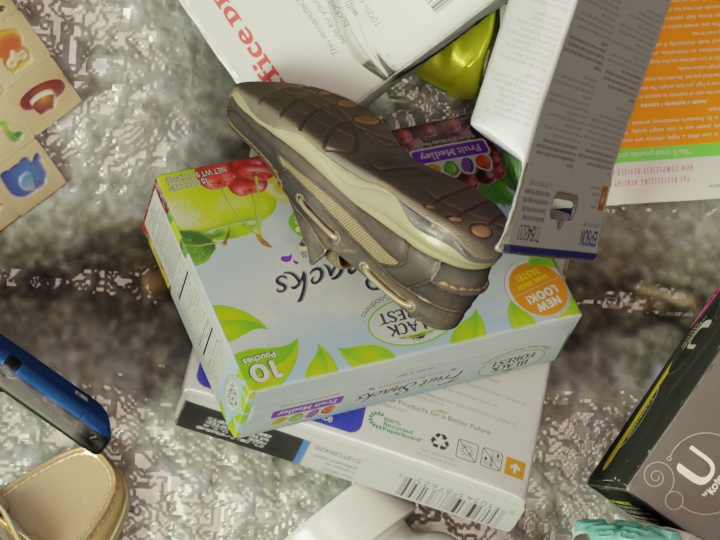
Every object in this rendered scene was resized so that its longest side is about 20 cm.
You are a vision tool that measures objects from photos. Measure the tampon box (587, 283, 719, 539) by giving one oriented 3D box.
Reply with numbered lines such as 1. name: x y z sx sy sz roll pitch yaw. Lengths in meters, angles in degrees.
1. tampon box: 0.254 0.116 1.514 0.200 0.126 0.150 36 85 -3

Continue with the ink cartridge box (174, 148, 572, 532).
1. ink cartridge box: 0.012 0.026 1.513 0.196 0.047 0.201 18 51 -5

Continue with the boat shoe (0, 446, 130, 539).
1. boat shoe: -0.202 0.163 1.472 0.074 0.069 0.200 38 65 18

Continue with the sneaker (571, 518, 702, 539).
1. sneaker: 0.150 0.197 1.461 0.077 0.200 0.092 4 64 17

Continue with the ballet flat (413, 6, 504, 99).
1. ballet flat: 0.071 -0.197 1.537 0.067 0.067 0.201 16 88 8

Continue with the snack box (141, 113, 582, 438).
1. snack box: 0.000 0.000 1.467 0.199 0.053 0.143 -13 62 -24

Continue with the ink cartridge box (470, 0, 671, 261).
1. ink cartridge box: 0.110 -0.107 1.399 0.040 0.199 0.201 18 94 17

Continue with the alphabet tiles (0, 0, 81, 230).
1. alphabet tiles: -0.259 -0.072 1.491 0.200 0.008 0.168 -37 119 -6

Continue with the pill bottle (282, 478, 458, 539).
1. pill bottle: 0.037 0.214 1.493 0.109 0.110 0.200 -38 83 -5

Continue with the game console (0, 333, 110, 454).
1. game console: -0.231 0.078 1.430 0.170 0.200 0.119 36 87 -4

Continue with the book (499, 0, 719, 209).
1. book: 0.143 -0.138 1.515 0.133 0.048 0.201 -4 101 -17

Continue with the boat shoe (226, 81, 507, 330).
1. boat shoe: -0.009 -0.035 1.403 0.074 0.200 0.074 0 118 -41

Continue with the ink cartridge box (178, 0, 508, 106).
1. ink cartridge box: 0.006 -0.181 1.467 0.200 0.084 0.145 -35 89 32
